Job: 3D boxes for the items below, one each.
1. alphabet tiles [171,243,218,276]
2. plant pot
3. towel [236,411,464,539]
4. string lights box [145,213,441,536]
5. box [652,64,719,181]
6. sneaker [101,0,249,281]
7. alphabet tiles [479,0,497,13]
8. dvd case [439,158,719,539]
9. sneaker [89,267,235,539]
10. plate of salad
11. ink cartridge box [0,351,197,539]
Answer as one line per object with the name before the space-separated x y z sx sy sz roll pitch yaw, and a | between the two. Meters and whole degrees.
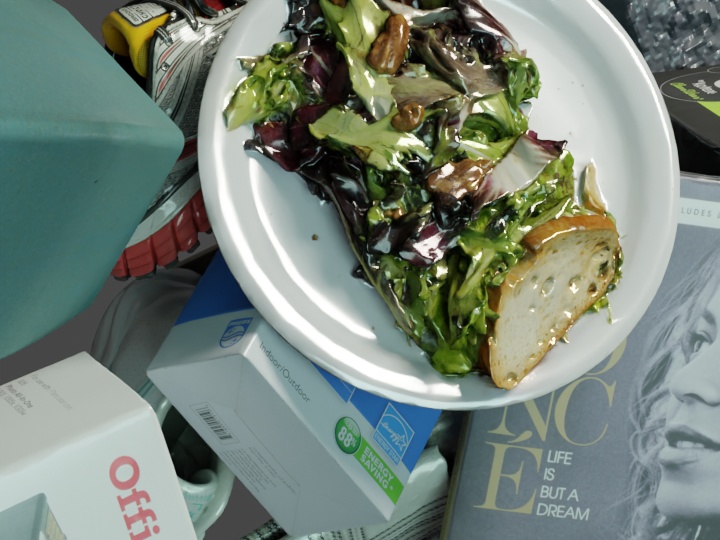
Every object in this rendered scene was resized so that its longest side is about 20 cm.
alphabet tiles | 0.016 0.002 1.299 0.200 0.006 0.167 -26 114 -18
plant pot | -0.174 -0.041 1.075 0.200 0.141 0.141 -3 132 -51
towel | -0.006 0.164 1.277 0.200 0.035 0.193 -33 139 -12
string lights box | 0.000 0.000 1.201 0.103 0.059 0.200 50 48 -28
box | 0.195 0.015 1.305 0.124 0.149 0.200 -7 108 -14
sneaker | -0.057 -0.092 1.193 0.200 0.078 0.082 -50 119 -7
alphabet tiles | 0.031 -0.205 1.193 0.200 0.015 0.196 26 76 -11
dvd case | 0.119 0.055 1.215 0.149 0.016 0.200 7 105 -11
sneaker | -0.098 0.102 1.226 0.070 0.080 0.200 12 103 -31
plate of salad | 0.035 -0.045 1.134 0.200 0.048 0.200 4 75 -14
ink cartridge box | -0.159 0.139 1.106 0.200 0.088 0.145 -23 112 -19
